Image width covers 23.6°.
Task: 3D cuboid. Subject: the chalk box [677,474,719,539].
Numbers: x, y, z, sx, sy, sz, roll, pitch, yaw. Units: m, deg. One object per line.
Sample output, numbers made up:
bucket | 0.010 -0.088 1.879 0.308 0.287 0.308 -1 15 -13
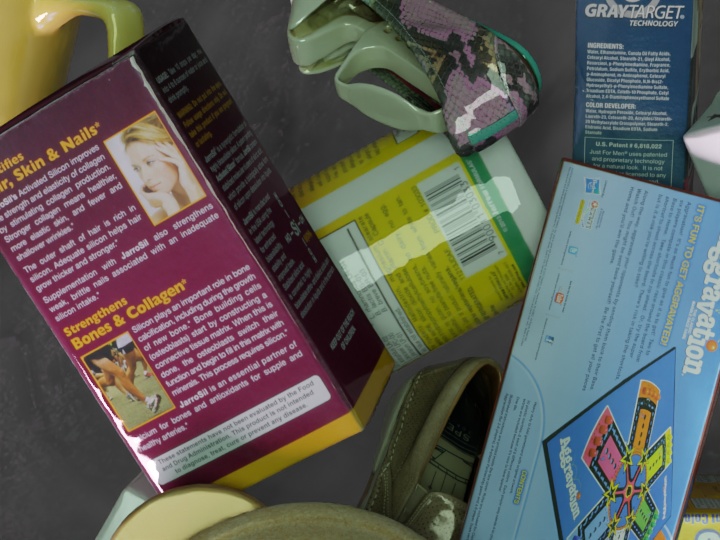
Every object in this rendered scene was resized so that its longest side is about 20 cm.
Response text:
chalk box | 0.180 0.213 0.898 0.122 0.124 0.202 -2 93 5

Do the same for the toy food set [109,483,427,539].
toy food set | -0.033 0.201 0.798 0.198 0.049 0.200 6 99 -12

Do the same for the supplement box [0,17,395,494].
supplement box | -0.084 -0.001 0.811 0.110 0.086 0.201 -28 101 19

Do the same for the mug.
mug | -0.212 -0.102 0.896 0.148 0.186 0.155 2 102 -29

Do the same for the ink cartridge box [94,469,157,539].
ink cartridge box | -0.073 0.221 0.935 0.199 0.084 0.147 31 95 2

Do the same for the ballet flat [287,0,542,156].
ballet flat | 0.008 -0.117 0.878 0.071 0.069 0.200 -36 47 -15

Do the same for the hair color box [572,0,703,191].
hair color box | 0.141 -0.120 0.868 0.060 0.100 0.202 3 112 12

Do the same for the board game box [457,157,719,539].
board game box | 0.120 0.056 0.831 0.102 0.019 0.202 16 93 20

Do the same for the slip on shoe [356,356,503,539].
slip on shoe | 0.037 0.134 0.885 0.076 0.060 0.201 34 52 -21

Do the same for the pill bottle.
pill bottle | 0.000 0.000 0.908 0.199 0.113 0.113 -29 90 4

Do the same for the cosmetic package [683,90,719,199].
cosmetic package | 0.246 -0.009 0.863 0.071 0.101 0.201 -11 114 43
